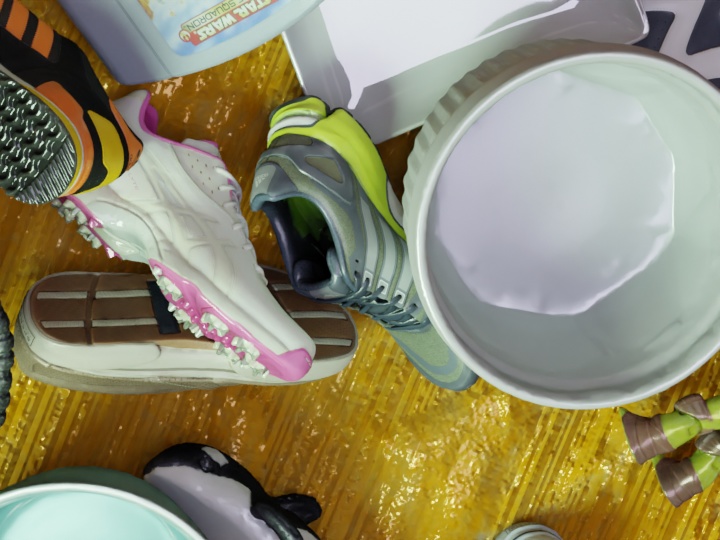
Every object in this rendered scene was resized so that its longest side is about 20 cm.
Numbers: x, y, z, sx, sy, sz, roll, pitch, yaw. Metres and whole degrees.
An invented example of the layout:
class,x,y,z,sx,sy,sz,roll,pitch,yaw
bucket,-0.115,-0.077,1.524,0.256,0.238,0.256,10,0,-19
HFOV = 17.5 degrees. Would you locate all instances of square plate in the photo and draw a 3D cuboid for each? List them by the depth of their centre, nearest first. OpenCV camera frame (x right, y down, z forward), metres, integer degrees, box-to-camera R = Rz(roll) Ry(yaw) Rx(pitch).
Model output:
class,x,y,z,sx,sy,sz,roll,pitch,yaw
square plate,0.039,-0.190,1.330,0.200,0.028,0.198,-21,102,6

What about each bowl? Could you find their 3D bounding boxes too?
class,x,y,z,sx,sy,sz,roll,pitch,yaw
bowl,-0.159,0.192,1.335,0.200,0.105,0.201,0,110,0

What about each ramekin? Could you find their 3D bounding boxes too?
class,x,y,z,sx,sy,sz,roll,pitch,yaw
ramekin,0.115,-0.034,1.285,0.200,0.105,0.201,-3,107,-11

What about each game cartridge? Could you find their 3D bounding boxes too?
class,x,y,z,sx,sy,sz,roll,pitch,yaw
game cartridge,-0.087,-0.180,1.262,0.200,0.042,0.133,-24,106,34

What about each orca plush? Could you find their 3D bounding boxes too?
class,x,y,z,sx,sy,sz,roll,pitch,yaw
orca plush,-0.033,0.160,1.384,0.200,0.105,0.071,32,53,6

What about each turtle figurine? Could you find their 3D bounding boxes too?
class,x,y,z,sx,sy,sz,roll,pitch,yaw
turtle figurine,0.248,0.085,1.414,0.161,0.065,0.200,-30,147,14

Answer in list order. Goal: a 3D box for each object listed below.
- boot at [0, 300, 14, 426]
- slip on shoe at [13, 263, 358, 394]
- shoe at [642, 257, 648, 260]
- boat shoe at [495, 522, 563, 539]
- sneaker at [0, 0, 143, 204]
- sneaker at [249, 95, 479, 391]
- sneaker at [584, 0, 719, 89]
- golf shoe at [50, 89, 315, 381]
class,x,y,z,sx,sy,sz,roll,pitch,yaw
boot,-0.238,-0.008,1.259,0.079,0.158,0.212,-14,104,-9
slip on shoe,-0.102,0.042,1.355,0.200,0.076,0.061,-1,144,-22
shoe,0.133,-0.008,1.392,0.200,0.053,0.070,26,122,-15
boat shoe,0.087,0.256,1.434,0.073,0.067,0.201,6,100,-13
sneaker,-0.199,-0.117,1.282,0.200,0.090,0.070,50,119,17
sneaker,0.000,0.000,1.340,0.200,0.074,0.081,50,46,-19
sneaker,0.205,-0.102,1.380,0.129,0.079,0.199,-35,107,-2
golf shoe,-0.090,-0.023,1.306,0.200,0.075,0.092,41,76,11
